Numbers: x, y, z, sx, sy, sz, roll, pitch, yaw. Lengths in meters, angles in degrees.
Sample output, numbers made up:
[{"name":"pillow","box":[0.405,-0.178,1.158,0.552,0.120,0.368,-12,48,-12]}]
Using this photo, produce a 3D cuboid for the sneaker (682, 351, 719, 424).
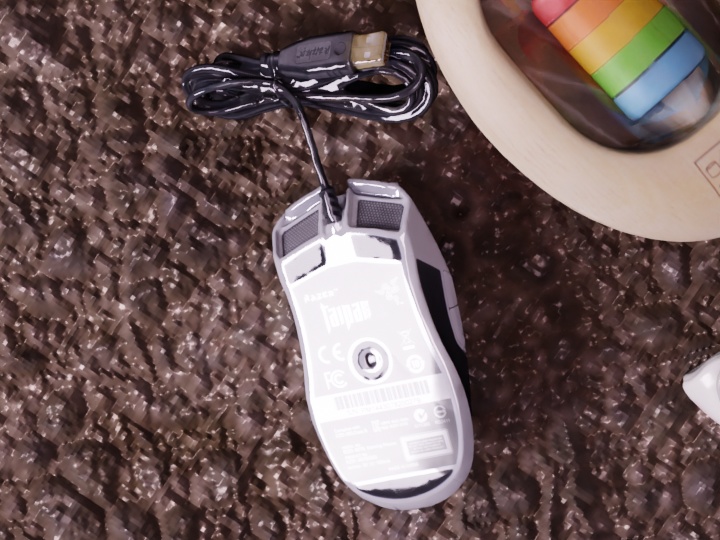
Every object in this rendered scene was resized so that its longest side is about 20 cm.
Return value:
[{"name":"sneaker","box":[0.184,0.066,0.968,0.099,0.078,0.202,0,88,9]}]

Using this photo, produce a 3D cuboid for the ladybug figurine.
[{"name":"ladybug figurine","box":[0.102,-0.098,0.944,0.136,0.072,0.200,-39,94,3]}]

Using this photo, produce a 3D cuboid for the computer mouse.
[{"name":"computer mouse","box":[0.000,0.000,0.967,0.109,0.044,0.201,-11,100,23]}]
